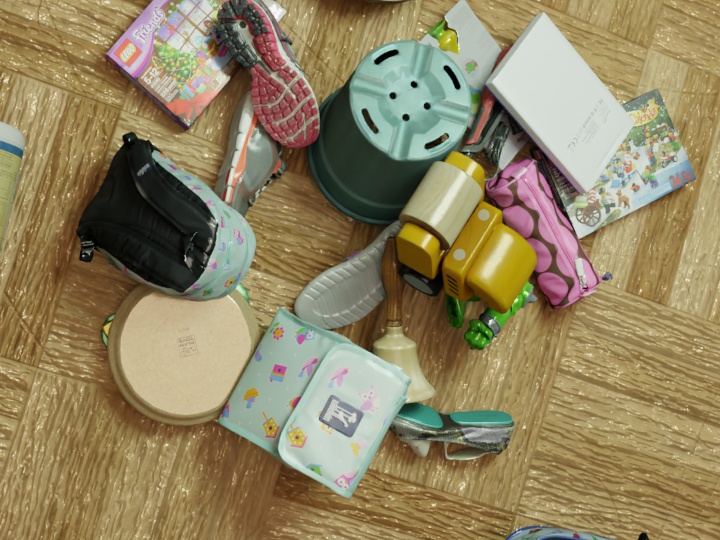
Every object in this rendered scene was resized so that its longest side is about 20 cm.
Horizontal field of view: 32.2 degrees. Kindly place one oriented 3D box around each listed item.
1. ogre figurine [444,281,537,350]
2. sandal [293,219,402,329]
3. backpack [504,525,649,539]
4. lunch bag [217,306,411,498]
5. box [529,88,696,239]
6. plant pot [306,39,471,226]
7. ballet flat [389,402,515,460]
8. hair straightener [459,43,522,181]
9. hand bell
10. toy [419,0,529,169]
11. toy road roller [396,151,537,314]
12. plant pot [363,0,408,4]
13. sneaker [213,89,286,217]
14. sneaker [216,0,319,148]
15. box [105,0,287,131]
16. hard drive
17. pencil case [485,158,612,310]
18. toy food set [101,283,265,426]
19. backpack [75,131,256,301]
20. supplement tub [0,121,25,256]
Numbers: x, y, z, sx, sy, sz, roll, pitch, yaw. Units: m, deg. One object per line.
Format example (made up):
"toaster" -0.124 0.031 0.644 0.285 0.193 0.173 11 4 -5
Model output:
"ogre figurine" 0.152 -0.002 1.622 0.119 0.099 0.201 -17 49 -19
"sandal" 0.004 0.006 1.611 0.202 0.050 0.083 -34 113 5
"backpack" 0.258 0.418 1.616 0.189 0.154 0.202 19 78 -21
"lunch bag" -0.048 0.162 1.513 0.171 0.199 0.122 -60 142 -6
"box" 0.347 -0.145 1.710 0.199 0.038 0.138 -27 95 -14
"plant pot" 0.042 -0.178 1.534 0.198 0.196 0.203 2 77 -9
"ballet flat" 0.104 0.213 1.627 0.198 0.072 0.073 8 87 -13
"hair straightener" 0.186 -0.192 1.617 0.077 0.041 0.202 32 67 -25
"hand bell" 0.041 0.058 1.577 0.103 0.104 0.202 -4 98 -14
"toy" 0.153 -0.244 1.654 0.115 0.047 0.200 -47 110 -21
"toy road roller" 0.132 -0.032 1.481 0.145 0.200 0.123 28 75 17
"plant pot" 0.022 -0.437 1.606 0.199 0.093 0.203 1 88 -14
"sneaker" -0.132 -0.123 1.570 0.081 0.077 0.202 16 85 -20
"sneaker" -0.101 -0.249 1.541 0.080 0.075 0.202 -20 101 21
"box" -0.206 -0.297 1.571 0.137 0.039 0.201 40 80 -10
"hard drive" 0.263 -0.218 1.630 0.200 0.025 0.132 45 67 -19
"pencil case" 0.245 -0.050 1.652 0.090 0.094 0.201 -32 95 1
"toy food set" -0.217 0.092 1.554 0.199 0.049 0.199 -30 96 -13
"backpack" -0.223 -0.050 1.483 0.199 0.126 0.168 32 101 28
"supplement tub" -0.478 -0.079 1.442 0.143 0.145 0.202 13 85 -14
